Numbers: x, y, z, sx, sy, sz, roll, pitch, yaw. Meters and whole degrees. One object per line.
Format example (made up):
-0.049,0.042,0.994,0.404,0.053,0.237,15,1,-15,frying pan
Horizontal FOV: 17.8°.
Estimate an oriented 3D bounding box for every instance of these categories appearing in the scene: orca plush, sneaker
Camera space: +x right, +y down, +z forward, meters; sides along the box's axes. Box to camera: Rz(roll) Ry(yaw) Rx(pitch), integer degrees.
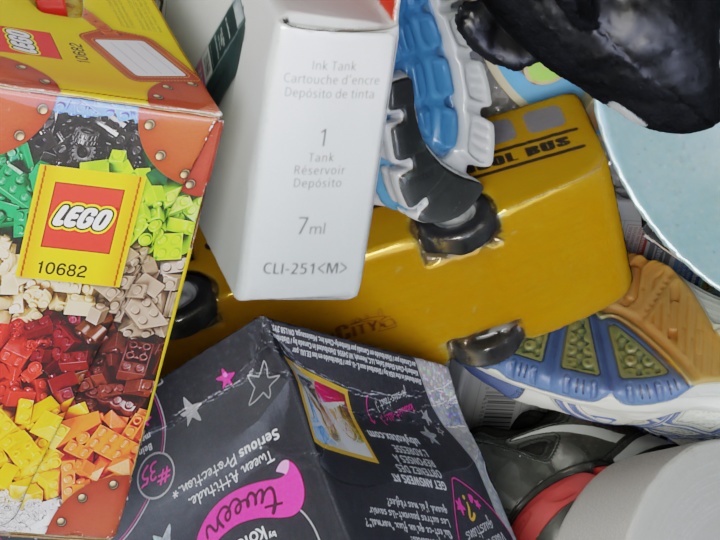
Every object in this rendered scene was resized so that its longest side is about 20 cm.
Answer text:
0.070,-0.119,0.757,0.105,0.071,0.201,-20,114,8,orca plush
-0.011,-0.117,0.822,0.075,0.086,0.201,-15,104,-49,sneaker
0.110,0.095,0.954,0.200,0.098,0.071,5,115,-47,sneaker
0.130,0.049,0.905,0.199,0.076,0.088,9,142,13,sneaker

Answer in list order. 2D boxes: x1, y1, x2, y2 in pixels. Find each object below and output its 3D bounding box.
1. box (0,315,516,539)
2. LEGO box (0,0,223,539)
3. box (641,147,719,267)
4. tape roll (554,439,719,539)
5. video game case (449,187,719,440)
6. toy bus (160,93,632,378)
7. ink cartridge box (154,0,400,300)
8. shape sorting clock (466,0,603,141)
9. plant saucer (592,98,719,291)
-0.056,0.121,0.815,0.199,0.115,0.132,-32,155,23,box
-0.119,-0.029,0.753,0.077,0.200,0.150,6,115,-22,LEGO box
0.245,-0.038,0.893,0.199,0.050,0.199,32,122,-17,box
0.136,0.164,0.845,0.037,0.204,0.203,-17,132,37,tape roll
0.135,0.035,0.981,0.199,0.018,0.144,3,115,-20,video game case
0.000,0.000,0.870,0.199,0.078,0.065,-17,127,0,toy bus
-0.032,-0.111,0.738,0.043,0.200,0.175,0,117,-17,ink cartridge box
0.135,-0.124,0.866,0.199,0.039,0.201,-12,133,-13,shape sorting clock
0.181,-0.075,0.818,0.200,0.039,0.202,9,113,23,plant saucer
